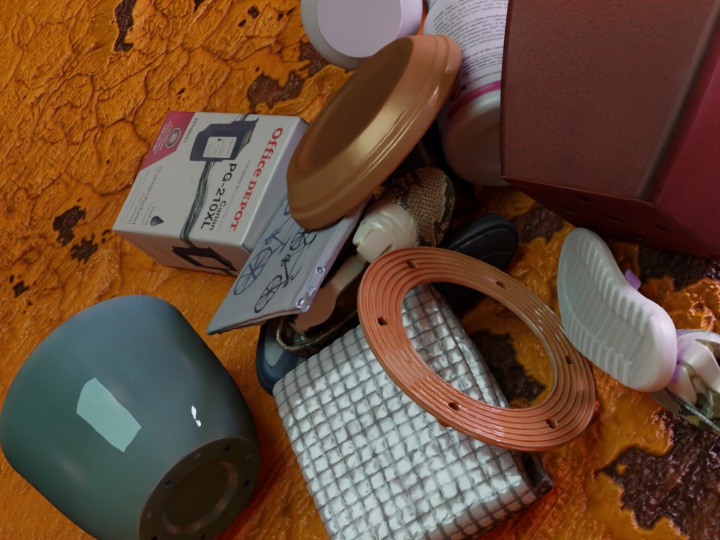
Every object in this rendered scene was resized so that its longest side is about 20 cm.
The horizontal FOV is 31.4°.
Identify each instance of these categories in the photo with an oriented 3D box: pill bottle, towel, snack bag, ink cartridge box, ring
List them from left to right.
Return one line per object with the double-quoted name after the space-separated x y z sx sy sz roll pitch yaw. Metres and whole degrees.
-0.131 -0.076 1.275 0.199 0.084 0.146 8 68 41 "ink cartridge box"
-0.045 -0.029 1.094 0.200 0.021 0.189 -17 38 60 "snack bag"
0.003 -0.249 1.205 0.112 0.113 0.200 -39 10 11 "pill bottle"
0.040 0.133 0.995 0.165 0.086 0.201 -32 57 7 "towel"
0.086 0.058 0.955 0.019 0.199 0.201 -58 36 34 "ring"
0.115 -0.183 1.130 0.113 0.113 0.201 -26 50 23 "pill bottle"

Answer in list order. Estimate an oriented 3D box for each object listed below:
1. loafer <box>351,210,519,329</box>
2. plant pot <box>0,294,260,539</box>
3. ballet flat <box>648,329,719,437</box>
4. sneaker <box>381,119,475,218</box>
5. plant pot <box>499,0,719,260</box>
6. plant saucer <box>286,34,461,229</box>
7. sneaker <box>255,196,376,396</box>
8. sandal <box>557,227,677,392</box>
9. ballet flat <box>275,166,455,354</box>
0.046 0.017 1.088 0.200 0.072 0.063 -45 40 10 "loafer"
-0.181 0.149 1.099 0.161 0.201 0.201 38 89 34 "plant pot"
0.256 0.087 0.871 0.069 0.071 0.200 -50 44 1 "ballet flat"
0.036 -0.099 1.179 0.090 0.067 0.201 -42 44 19 "sneaker"
0.217 -0.119 0.962 0.199 0.200 0.177 15 82 43 "plant pot"
0.002 -0.123 1.067 0.200 0.037 0.200 -43 20 20 "plant saucer"
-0.039 0.015 1.132 0.070 0.082 0.201 22 75 -1 "sneaker"
0.195 0.034 0.956 0.203 0.049 0.083 -110 32 -62 "sandal"
0.000 0.000 1.036 0.068 0.075 0.200 47 114 11 "ballet flat"
